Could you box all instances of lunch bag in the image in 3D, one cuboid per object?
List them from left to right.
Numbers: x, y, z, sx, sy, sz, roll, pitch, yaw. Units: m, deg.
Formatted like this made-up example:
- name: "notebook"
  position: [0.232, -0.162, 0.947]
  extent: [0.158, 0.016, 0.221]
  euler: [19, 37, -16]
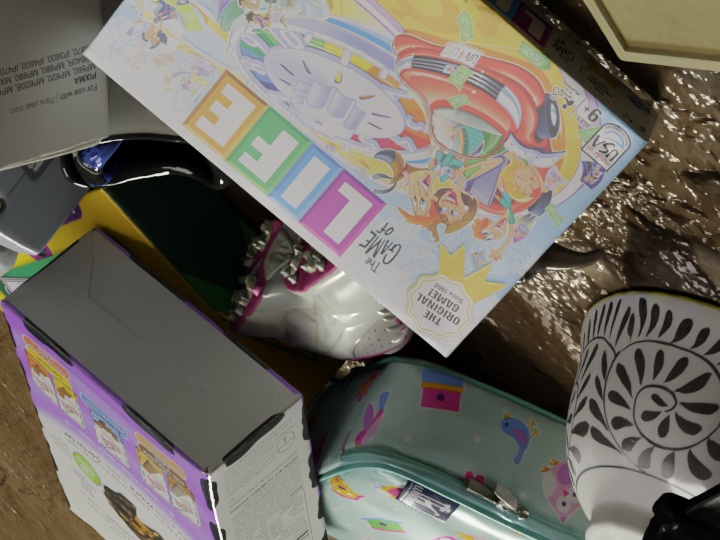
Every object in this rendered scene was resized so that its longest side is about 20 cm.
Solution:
- name: "lunch bag"
  position: [0.050, 0.118, 1.378]
  extent: [0.160, 0.078, 0.200]
  euler: [28, 162, -13]

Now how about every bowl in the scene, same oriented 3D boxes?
- name: "bowl"
  position: [0.165, 0.110, 1.194]
  extent: [0.200, 0.094, 0.201]
  euler: [32, 157, 15]

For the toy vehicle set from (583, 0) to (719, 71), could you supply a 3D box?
- name: "toy vehicle set"
  position: [0.142, -0.116, 0.868]
  extent: [0.199, 0.027, 0.124]
  euler: [13, 147, 46]

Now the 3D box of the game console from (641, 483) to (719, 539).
- name: "game console"
  position: [0.219, 0.166, 1.082]
  extent: [0.199, 0.177, 0.116]
  euler: [22, 180, -23]

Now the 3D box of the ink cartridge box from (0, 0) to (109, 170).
- name: "ink cartridge box"
  position: [-0.187, -0.154, 1.095]
  extent: [0.144, 0.083, 0.202]
  euler: [17, 118, 41]

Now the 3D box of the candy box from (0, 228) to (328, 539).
- name: "candy box"
  position: [-0.100, 0.101, 1.379]
  extent: [0.167, 0.071, 0.201]
  euler: [37, 154, 30]

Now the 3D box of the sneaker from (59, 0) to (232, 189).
- name: "sneaker"
  position: [-0.117, -0.106, 1.163]
  extent: [0.199, 0.115, 0.081]
  euler: [38, 157, -2]

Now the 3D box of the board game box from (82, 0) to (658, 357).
- name: "board game box"
  position: [0.003, -0.077, 1.043]
  extent: [0.200, 0.034, 0.135]
  euler: [39, 118, -5]

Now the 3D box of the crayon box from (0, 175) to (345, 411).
- name: "crayon box"
  position: [-0.123, 0.014, 1.451]
  extent: [0.173, 0.058, 0.199]
  euler: [48, 149, -18]

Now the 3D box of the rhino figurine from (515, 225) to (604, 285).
- name: "rhino figurine"
  position: [0.021, -0.059, 1.100]
  extent: [0.199, 0.088, 0.060]
  euler: [33, -158, 8]

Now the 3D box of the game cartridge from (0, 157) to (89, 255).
- name: "game cartridge"
  position: [-0.189, -0.108, 1.246]
  extent: [0.041, 0.133, 0.200]
  euler: [19, 151, 43]

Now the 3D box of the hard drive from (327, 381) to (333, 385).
- name: "hard drive"
  position: [-0.049, 0.085, 1.561]
  extent: [0.199, 0.026, 0.132]
  euler: [34, 158, 10]

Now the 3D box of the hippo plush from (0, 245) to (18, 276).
- name: "hippo plush"
  position: [-0.244, -0.093, 1.351]
  extent: [0.199, 0.161, 0.159]
  euler: [25, -166, -23]

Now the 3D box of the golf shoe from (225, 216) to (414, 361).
- name: "golf shoe"
  position: [0.000, 0.000, 1.278]
  extent: [0.091, 0.076, 0.200]
  euler: [26, 163, -13]
